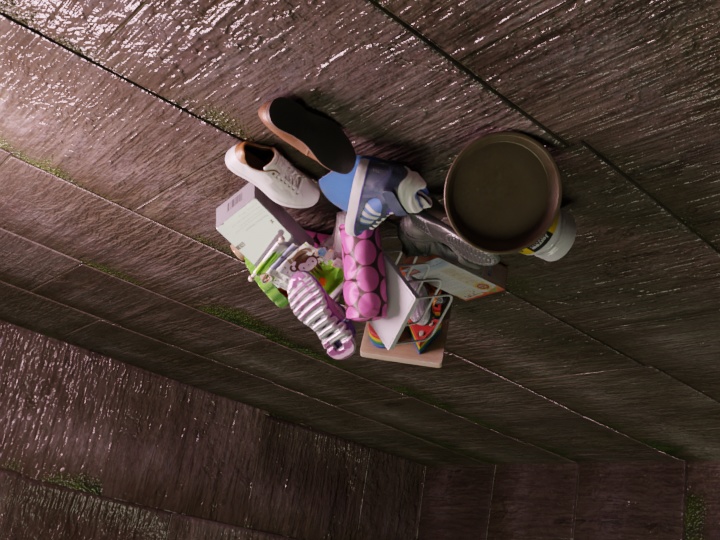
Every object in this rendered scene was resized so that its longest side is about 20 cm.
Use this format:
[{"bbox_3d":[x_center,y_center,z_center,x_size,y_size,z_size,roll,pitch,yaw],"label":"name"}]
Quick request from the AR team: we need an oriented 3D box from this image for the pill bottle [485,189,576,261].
[{"bbox_3d":[0.285,-0.096,1.499,0.198,0.116,0.114,23,155,-29],"label":"pill bottle"}]

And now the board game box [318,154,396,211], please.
[{"bbox_3d":[0.020,-0.167,1.561,0.157,0.040,0.199,28,147,-27],"label":"board game box"}]

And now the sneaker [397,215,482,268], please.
[{"bbox_3d":[0.157,-0.058,1.691,0.197,0.078,0.114,24,157,-21],"label":"sneaker"}]

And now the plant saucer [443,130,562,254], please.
[{"bbox_3d":[0.233,-0.128,1.386,0.196,0.204,0.030,13,-166,-6],"label":"plant saucer"}]

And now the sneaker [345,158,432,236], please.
[{"bbox_3d":[0.053,-0.114,1.513,0.144,0.082,0.201,15,146,3],"label":"sneaker"}]

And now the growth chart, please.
[{"bbox_3d":[-0.112,0.004,1.720,0.198,0.018,0.146,25,119,-21],"label":"growth chart"}]

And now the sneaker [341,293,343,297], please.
[{"bbox_3d":[-0.060,0.014,1.988,0.196,0.078,0.114,7,165,26],"label":"sneaker"}]

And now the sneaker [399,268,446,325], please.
[{"bbox_3d":[0.156,0.061,1.901,0.110,0.201,0.078,19,118,-25],"label":"sneaker"}]

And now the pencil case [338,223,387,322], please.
[{"bbox_3d":[0.000,0.000,1.672,0.090,0.204,0.093,-3,-179,-38],"label":"pencil case"}]

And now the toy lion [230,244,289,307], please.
[{"bbox_3d":[-0.206,0.011,1.906,0.068,0.193,0.200,-36,147,5],"label":"toy lion"}]

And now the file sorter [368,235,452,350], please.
[{"bbox_3d":[0.080,0.038,1.744,0.123,0.201,0.140,-3,133,-37],"label":"file sorter"}]

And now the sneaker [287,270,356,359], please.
[{"bbox_3d":[-0.073,0.083,1.725,0.080,0.089,0.202,-31,100,25],"label":"sneaker"}]

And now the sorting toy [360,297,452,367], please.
[{"bbox_3d":[0.111,0.117,2.008,0.196,0.201,0.070,7,143,10],"label":"sorting toy"}]

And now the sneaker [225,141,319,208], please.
[{"bbox_3d":[-0.152,-0.177,1.566,0.198,0.074,0.084,24,158,-26],"label":"sneaker"}]

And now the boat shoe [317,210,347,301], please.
[{"bbox_3d":[-0.063,-0.031,1.755,0.068,0.204,0.071,8,-158,-2],"label":"boat shoe"}]

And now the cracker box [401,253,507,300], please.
[{"bbox_3d":[0.206,-0.003,1.841,0.198,0.059,0.133,23,156,-30],"label":"cracker box"}]

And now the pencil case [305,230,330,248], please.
[{"bbox_3d":[-0.088,-0.032,1.845,0.196,0.096,0.091,10,164,2],"label":"pencil case"}]

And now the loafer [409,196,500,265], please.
[{"bbox_3d":[0.180,-0.080,1.540,0.199,0.070,0.075,33,165,26],"label":"loafer"}]

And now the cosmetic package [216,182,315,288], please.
[{"bbox_3d":[-0.191,-0.073,1.715,0.112,0.082,0.200,-35,122,16],"label":"cosmetic package"}]

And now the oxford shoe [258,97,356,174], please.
[{"bbox_3d":[-0.089,-0.231,1.433,0.199,0.072,0.071,33,168,-32],"label":"oxford shoe"}]
